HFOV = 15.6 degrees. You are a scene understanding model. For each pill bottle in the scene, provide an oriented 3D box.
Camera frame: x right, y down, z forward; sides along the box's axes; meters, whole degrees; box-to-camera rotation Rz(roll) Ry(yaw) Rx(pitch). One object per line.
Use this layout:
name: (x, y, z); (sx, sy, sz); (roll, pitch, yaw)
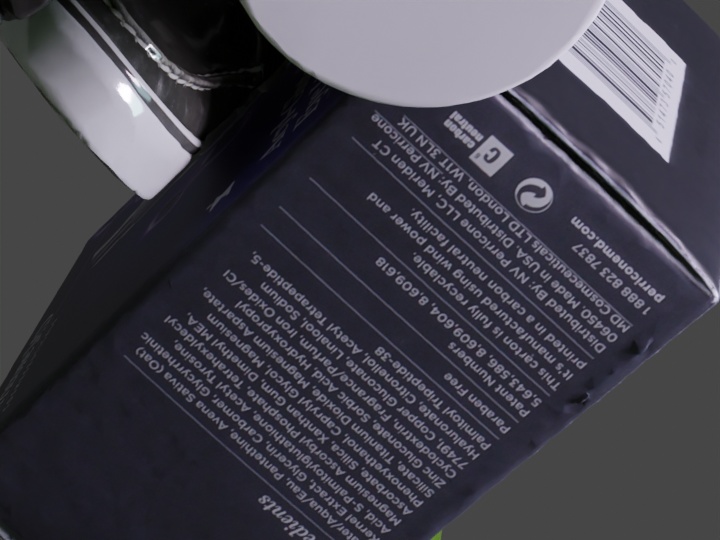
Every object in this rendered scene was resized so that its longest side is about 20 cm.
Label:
pill bottle: (0.017, -0.116, 0.604); (0.200, 0.111, 0.112); (-84, 178, -61)

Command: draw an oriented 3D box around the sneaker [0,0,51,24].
sneaker: (-0.068, -0.154, 0.572); (0.085, 0.078, 0.201); (-78, -176, -83)

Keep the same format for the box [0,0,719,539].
box: (0.000, 0.000, 0.730); (0.200, 0.104, 0.148); (-42, -167, 26)

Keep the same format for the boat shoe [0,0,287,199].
boat shoe: (-0.050, -0.072, 0.696); (0.064, 0.071, 0.200); (-38, -173, 9)
